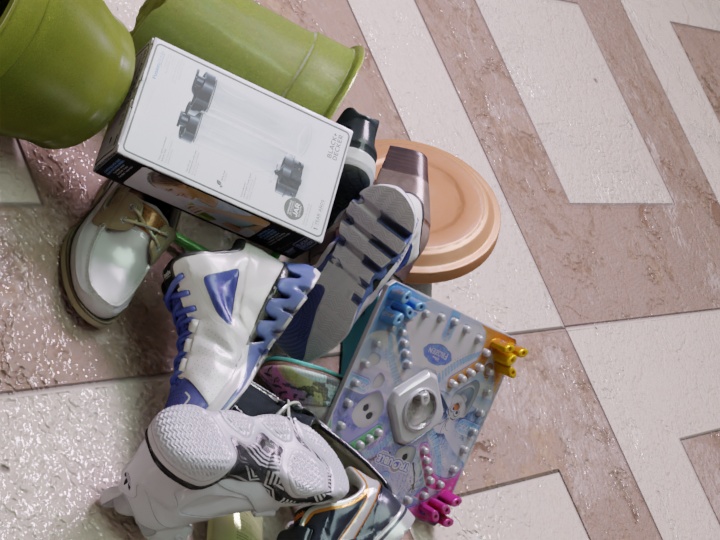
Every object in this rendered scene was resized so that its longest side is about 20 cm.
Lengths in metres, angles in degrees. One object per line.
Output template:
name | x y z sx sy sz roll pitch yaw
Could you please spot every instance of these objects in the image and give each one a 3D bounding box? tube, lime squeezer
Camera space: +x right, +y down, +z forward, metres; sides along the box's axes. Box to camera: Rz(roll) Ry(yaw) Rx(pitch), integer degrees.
tube | -0.105 0.235 1.583 0.052 0.058 0.200 13 43 -11
lime squeezer | -0.116 -0.009 1.806 0.071 0.038 0.200 38 20 30

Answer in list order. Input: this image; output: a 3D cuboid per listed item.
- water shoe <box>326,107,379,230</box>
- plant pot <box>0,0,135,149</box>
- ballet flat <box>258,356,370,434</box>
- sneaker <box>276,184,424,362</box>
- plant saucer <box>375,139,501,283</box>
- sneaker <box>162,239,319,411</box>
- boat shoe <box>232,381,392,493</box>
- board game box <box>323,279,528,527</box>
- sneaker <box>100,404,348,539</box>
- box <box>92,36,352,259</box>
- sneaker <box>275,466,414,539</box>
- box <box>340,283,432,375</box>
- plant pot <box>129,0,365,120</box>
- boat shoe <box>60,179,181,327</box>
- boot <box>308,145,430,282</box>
water shoe | -0.037 -0.091 1.819 0.071 0.200 0.079 26 64 -23
plant pot | -0.289 -0.192 1.567 0.193 0.200 0.201 34 37 -53
ballet flat | -0.019 0.131 1.794 0.200 0.069 0.071 19 74 -49
sneaker | 0.000 -0.001 1.794 0.081 0.199 0.115 44 20 11
plant saucer | 0.047 -0.068 1.977 0.200 0.032 0.200 6 44 -6
sneaker | -0.133 0.051 1.629 0.115 0.081 0.199 34 65 0
boat shoe | -0.056 0.148 1.686 0.200 0.060 0.076 40 35 -4
board game box | 0.057 0.131 1.803 0.200 0.026 0.200 26 87 -45
sneaker | -0.111 0.171 1.545 0.200 0.115 0.075 16 43 -40
box | -0.117 -0.104 1.656 0.200 0.060 0.117 23 66 -21
sneaker | -0.044 0.248 1.593 0.079 0.078 0.200 47 57 -5
box | 0.028 0.045 1.945 0.082 0.049 0.200 39 35 -30
plant pot | -0.130 -0.185 1.806 0.190 0.200 0.200 36 35 -14
boat shoe | -0.201 -0.036 1.656 0.075 0.068 0.200 43 34 -25
boot | -0.023 -0.057 1.898 0.070 0.200 0.146 46 57 -56
